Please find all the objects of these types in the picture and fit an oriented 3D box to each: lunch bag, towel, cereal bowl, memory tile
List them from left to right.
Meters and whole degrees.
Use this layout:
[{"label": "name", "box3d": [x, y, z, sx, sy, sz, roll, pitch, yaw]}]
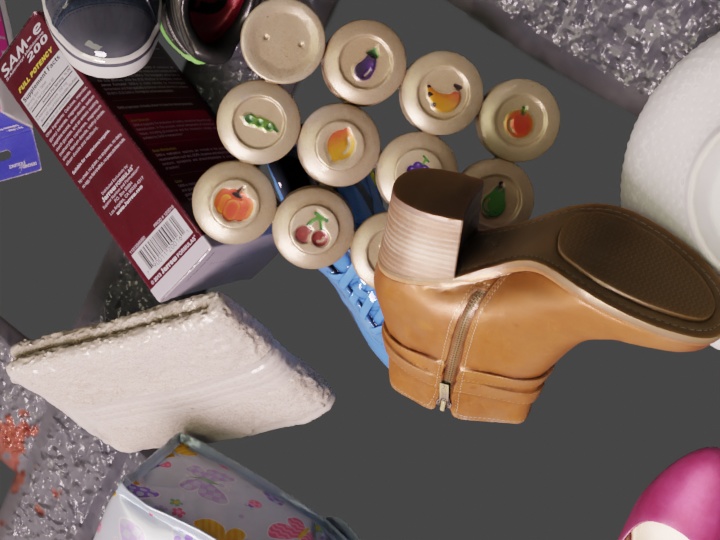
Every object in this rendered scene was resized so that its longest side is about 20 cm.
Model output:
[{"label": "towel", "box3d": [-0.133, 0.076, 0.877, 0.200, 0.133, 0.035, -15, 49, 31]}, {"label": "lunch bag", "box3d": [-0.087, 0.237, 0.870, 0.200, 0.127, 0.170, 28, 110, 12]}, {"label": "memory tile", "box3d": [0.010, -0.066, 0.765, 0.200, 0.017, 0.153, 18, 97, -7]}, {"label": "cereal bowl", "box3d": [0.229, -0.039, 0.678, 0.200, 0.083, 0.200, 6, 102, 28]}]

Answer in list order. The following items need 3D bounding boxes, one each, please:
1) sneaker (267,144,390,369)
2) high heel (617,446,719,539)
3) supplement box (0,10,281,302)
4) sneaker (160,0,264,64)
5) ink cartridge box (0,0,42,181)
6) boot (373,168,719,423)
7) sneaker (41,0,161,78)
[{"label": "sneaker", "box3d": [0.000, 0.000, 0.814, 0.066, 0.078, 0.200, -32, 84, 27]}, {"label": "high heel", "box3d": [0.157, 0.194, 0.747, 0.067, 0.096, 0.200, 37, 114, 19]}, {"label": "supplement box", "box3d": [-0.142, -0.081, 0.861, 0.061, 0.109, 0.200, -43, 76, 28]}, {"label": "sneaker", "box3d": [-0.072, -0.219, 0.806, 0.084, 0.077, 0.200, -123, 43, -51]}, {"label": "ink cartridge box", "box3d": [-0.308, -0.164, 0.982, 0.095, 0.037, 0.200, -11, 95, 30]}, {"label": "boot", "box3d": [0.100, 0.035, 0.720, 0.200, 0.074, 0.155, 23, 135, 23]}, {"label": "sneaker", "box3d": [-0.168, -0.221, 0.820, 0.079, 0.078, 0.200, 103, 160, -60]}]
